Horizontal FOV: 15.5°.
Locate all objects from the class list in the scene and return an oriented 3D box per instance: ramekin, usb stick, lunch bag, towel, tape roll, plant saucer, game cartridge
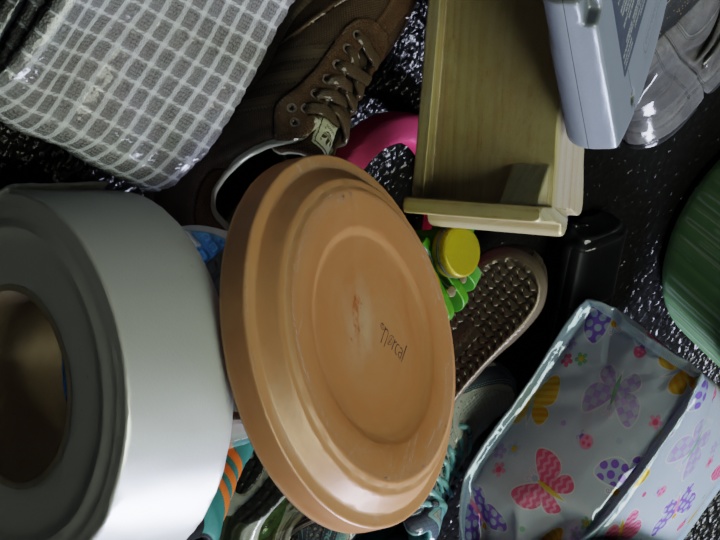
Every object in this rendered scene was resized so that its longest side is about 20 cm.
[{"bbox_3d":[0.304,-0.009,1.842,0.199,0.098,0.201,-25,134,-28],"label":"ramekin"},{"bbox_3d":[0.141,0.051,1.788,0.055,0.033,0.201,-23,134,-39],"label":"usb stick"},{"bbox_3d":[0.158,0.142,1.739,0.200,0.127,0.170,-53,153,1],"label":"lunch bag"},{"bbox_3d":[-0.110,-0.150,1.346,0.165,0.086,0.201,25,101,-51],"label":"towel"},{"bbox_3d":[-0.154,0.057,1.379,0.070,0.202,0.204,-4,123,-40],"label":"tape roll"},{"bbox_3d":[-0.004,0.037,1.396,0.200,0.032,0.202,26,59,-53],"label":"plant saucer"},{"bbox_3d":[0.143,-0.173,1.477,0.134,0.041,0.201,79,23,-49],"label":"game cartridge"}]

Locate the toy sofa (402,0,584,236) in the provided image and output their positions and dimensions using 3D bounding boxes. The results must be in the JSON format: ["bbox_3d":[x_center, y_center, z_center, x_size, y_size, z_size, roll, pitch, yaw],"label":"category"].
[{"bbox_3d":[0.081,-0.123,1.488,0.098,0.082,0.202,1,94,-73],"label":"toy sofa"}]

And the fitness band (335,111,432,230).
[{"bbox_3d":[0.000,0.000,1.568,0.144,0.037,0.201,42,68,-43],"label":"fitness band"}]

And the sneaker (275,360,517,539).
[{"bbox_3d":[0.035,0.141,1.713,0.200,0.086,0.078,-40,140,-13],"label":"sneaker"}]

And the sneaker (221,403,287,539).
[{"bbox_3d":[-0.072,0.135,1.643,0.201,0.077,0.089,-66,169,17],"label":"sneaker"}]

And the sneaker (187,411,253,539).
[{"bbox_3d":[-0.105,0.120,1.498,0.200,0.071,0.081,-23,121,-79],"label":"sneaker"}]

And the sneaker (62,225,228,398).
[{"bbox_3d":[-0.113,0.026,1.460,0.086,0.075,0.200,-20,170,-48],"label":"sneaker"}]

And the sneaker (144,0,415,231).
[{"bbox_3d":[-0.028,-0.088,1.468,0.200,0.075,0.070,-46,141,-3],"label":"sneaker"}]

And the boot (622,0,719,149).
[{"bbox_3d":[0.155,-0.110,1.602,0.200,0.070,0.132,-37,146,-8],"label":"boot"}]

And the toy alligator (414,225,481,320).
[{"bbox_3d":[0.016,0.026,1.514,0.200,0.059,0.054,-43,114,-36],"label":"toy alligator"}]

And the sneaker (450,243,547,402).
[{"bbox_3d":[0.041,0.059,1.668,0.200,0.071,0.076,-38,-179,12],"label":"sneaker"}]
